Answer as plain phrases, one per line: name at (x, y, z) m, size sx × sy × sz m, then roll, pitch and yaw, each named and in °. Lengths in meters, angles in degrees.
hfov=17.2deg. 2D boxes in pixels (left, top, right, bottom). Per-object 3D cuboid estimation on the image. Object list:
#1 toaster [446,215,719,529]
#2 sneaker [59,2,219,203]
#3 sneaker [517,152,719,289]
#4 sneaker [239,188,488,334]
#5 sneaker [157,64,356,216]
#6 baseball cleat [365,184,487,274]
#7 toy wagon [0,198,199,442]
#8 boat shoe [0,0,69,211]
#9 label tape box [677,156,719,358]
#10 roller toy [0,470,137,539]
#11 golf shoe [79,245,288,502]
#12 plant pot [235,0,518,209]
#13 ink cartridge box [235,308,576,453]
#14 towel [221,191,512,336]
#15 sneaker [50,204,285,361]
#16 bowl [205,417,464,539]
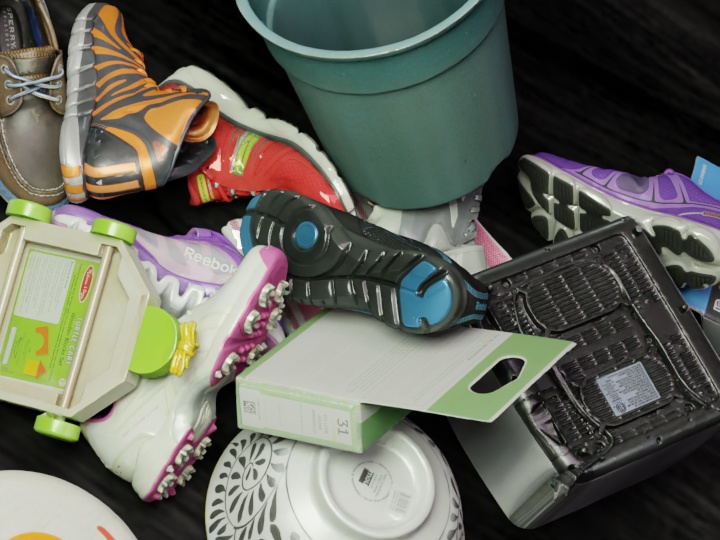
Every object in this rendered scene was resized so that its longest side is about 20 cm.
toaster at (0.158, 0.080, 1.782) m, size 0.199 × 0.119 × 0.181 m, roll -20°, pitch 71°, yaw -30°
sneaker at (-0.159, -0.125, 1.764) m, size 0.111 × 0.078 × 0.201 m, roll -4°, pitch 47°, yaw 2°
sneaker at (0.215, -0.047, 1.872) m, size 0.199 × 0.081 × 0.083 m, roll 23°, pitch 48°, yaw 25°
sneaker at (0.000, 0.000, 1.711) m, size 0.199 × 0.074 × 0.082 m, roll 26°, pitch 9°, yaw 30°
sneaker at (-0.090, -0.073, 1.794) m, size 0.199 × 0.077 × 0.085 m, roll 32°, pitch 64°, yaw 25°
baseball cleat at (0.071, -0.047, 1.826) m, size 0.106 × 0.070 × 0.200 m, roll 41°, pitch 66°, yaw 1°
toy wagon at (-0.199, 0.040, 1.654) m, size 0.199 × 0.040 × 0.156 m, roll 12°, pitch 81°, yaw 20°
boat shoe at (-0.254, -0.138, 1.772) m, size 0.072 × 0.072 × 0.201 m, roll -8°, pitch 65°, yaw -24°
label tape box at (0.333, 0.017, 1.919) m, size 0.199 × 0.063 × 0.145 m, roll 25°, pitch 56°, yaw -4°
roller toy at (-0.232, 0.233, 1.534) m, size 0.181 × 0.140 × 0.201 m, roll 7°, pitch 57°, yaw -30°
golf shoe at (-0.125, 0.061, 1.668) m, size 0.091 × 0.075 × 0.201 m, roll 32°, pitch 93°, yaw 16°
plant pot at (0.028, -0.162, 1.738) m, size 0.199 × 0.197 × 0.201 m, roll -9°, pitch 49°, yaw 10°
ink cartridge box at (0.033, 0.080, 1.664) m, size 0.199 × 0.048 × 0.145 m, roll 11°, pitch 26°, yaw 27°
towel at (0.007, -0.016, 1.832) m, size 0.199 × 0.030 × 0.147 m, roll -28°, pitch 74°, yaw -31°
sneaker at (-0.138, 0.002, 1.743) m, size 0.199 × 0.081 × 0.089 m, roll 27°, pitch 47°, yaw -8°
bowl at (-0.003, 0.166, 1.688) m, size 0.199 × 0.094 × 0.202 m, roll 9°, pitch 60°, yaw -16°
